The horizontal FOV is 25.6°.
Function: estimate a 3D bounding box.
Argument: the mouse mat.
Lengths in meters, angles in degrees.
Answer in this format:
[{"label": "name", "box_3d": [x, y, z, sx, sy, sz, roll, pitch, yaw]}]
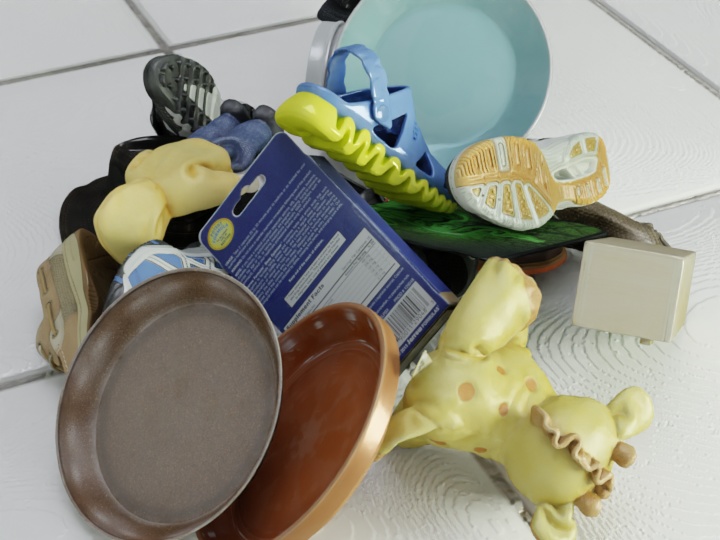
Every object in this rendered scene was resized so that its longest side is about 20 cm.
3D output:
[{"label": "mouse mat", "box_3d": [0.080, -0.037, 1.286, 0.199, 0.008, 0.160, 13, 18, 41]}]

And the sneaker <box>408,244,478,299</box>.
[{"label": "sneaker", "box_3d": [0.000, 0.000, 1.317, 0.198, 0.081, 0.086, 3, 13, 24]}]

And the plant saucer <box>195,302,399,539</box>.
[{"label": "plant saucer", "box_3d": [-0.042, 0.115, 1.104, 0.032, 0.200, 0.201, 35, 23, -27]}]

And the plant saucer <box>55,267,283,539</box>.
[{"label": "plant saucer", "box_3d": [-0.132, 0.098, 1.130, 0.198, 0.032, 0.202, -12, 66, 28]}]

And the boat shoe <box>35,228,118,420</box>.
[{"label": "boat shoe", "box_3d": [-0.222, 0.056, 1.268, 0.064, 0.071, 0.201, -32, 42, 15]}]

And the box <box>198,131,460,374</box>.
[{"label": "box", "box_3d": [-0.028, -0.001, 1.238, 0.200, 0.121, 0.032, 47, 20, 17]}]

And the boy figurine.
[{"label": "boy figurine", "box_3d": [-0.142, -0.074, 1.330, 0.123, 0.065, 0.200, 12, 40, 32]}]

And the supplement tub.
[{"label": "supplement tub", "box_3d": [0.055, -0.167, 1.509, 0.198, 0.146, 0.146, 7, 35, 10]}]

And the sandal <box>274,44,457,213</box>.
[{"label": "sandal", "box_3d": [0.023, -0.111, 1.268, 0.079, 0.200, 0.088, 14, 75, 43]}]

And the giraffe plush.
[{"label": "giraffe plush", "box_3d": [0.116, 0.103, 1.131, 0.161, 0.174, 0.200, 33, 14, 6]}]

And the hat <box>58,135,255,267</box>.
[{"label": "hat", "box_3d": [-0.179, -0.074, 1.430, 0.198, 0.082, 0.201, -1, 36, 0]}]

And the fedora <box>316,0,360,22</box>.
[{"label": "fedora", "box_3d": [0.054, -0.239, 1.650, 0.198, 0.093, 0.201, -3, 24, 1]}]

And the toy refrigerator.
[{"label": "toy refrigerator", "box_3d": [0.217, 0.015, 1.244, 0.075, 0.071, 0.200, 10, 4, 13]}]

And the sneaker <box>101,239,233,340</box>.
[{"label": "sneaker", "box_3d": [-0.135, 0.020, 1.269, 0.077, 0.076, 0.200, 27, 22, 20]}]

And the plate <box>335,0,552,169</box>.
[{"label": "plate", "box_3d": [0.074, -0.178, 1.421, 0.198, 0.203, 0.026, -2, -11, 9]}]

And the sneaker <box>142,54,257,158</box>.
[{"label": "sneaker", "box_3d": [-0.168, -0.147, 1.486, 0.089, 0.200, 0.067, 0, 77, 21]}]

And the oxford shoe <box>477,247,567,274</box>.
[{"label": "oxford shoe", "box_3d": [0.097, -0.056, 1.412, 0.199, 0.073, 0.071, 24, 41, 30]}]

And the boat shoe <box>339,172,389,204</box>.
[{"label": "boat shoe", "box_3d": [0.002, -0.038, 1.400, 0.200, 0.064, 0.073, 27, 40, 31]}]

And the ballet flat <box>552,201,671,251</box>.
[{"label": "ballet flat", "box_3d": [0.193, -0.049, 1.405, 0.199, 0.068, 0.046, 29, 62, 27]}]

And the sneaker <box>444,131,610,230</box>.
[{"label": "sneaker", "box_3d": [0.121, -0.070, 1.298, 0.087, 0.077, 0.199, -4, 2, 41]}]
